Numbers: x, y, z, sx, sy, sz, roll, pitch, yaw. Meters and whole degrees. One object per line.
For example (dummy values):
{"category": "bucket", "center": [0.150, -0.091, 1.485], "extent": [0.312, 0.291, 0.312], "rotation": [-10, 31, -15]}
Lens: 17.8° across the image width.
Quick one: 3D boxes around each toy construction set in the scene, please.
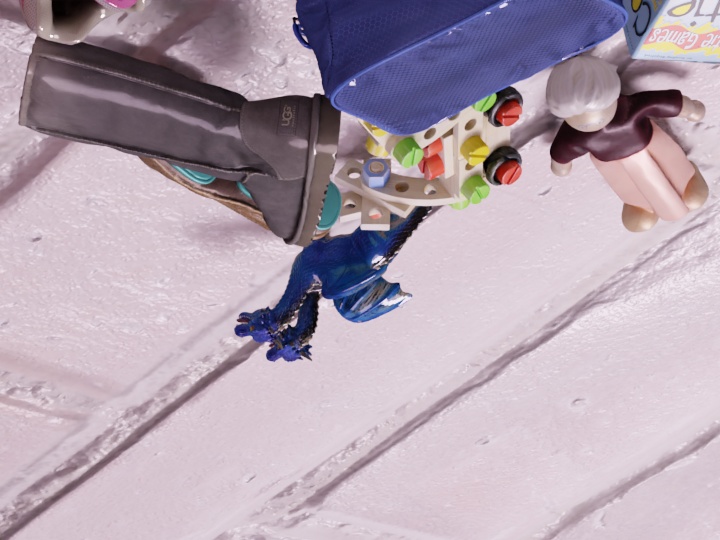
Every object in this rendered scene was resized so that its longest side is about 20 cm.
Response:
{"category": "toy construction set", "center": [0.043, -0.088, 1.579], "extent": [0.131, 0.092, 0.200], "rotation": [-29, 161, -18]}

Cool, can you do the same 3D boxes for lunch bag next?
{"category": "lunch bag", "center": [0.046, -0.181, 1.403], "extent": [0.199, 0.133, 0.136], "rotation": [-25, 162, 20]}

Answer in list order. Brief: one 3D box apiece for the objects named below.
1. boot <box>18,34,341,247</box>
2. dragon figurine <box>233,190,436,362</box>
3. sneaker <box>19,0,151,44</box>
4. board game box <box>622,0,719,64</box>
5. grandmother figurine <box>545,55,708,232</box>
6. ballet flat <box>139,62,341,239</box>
{"category": "boot", "center": [-0.118, -0.082, 1.469], "extent": [0.199, 0.073, 0.182], "rotation": [5, 152, -5]}
{"category": "dragon figurine", "center": [0.000, 0.000, 1.695], "extent": [0.199, 0.100, 0.059], "rotation": [-20, 147, 14]}
{"category": "sneaker", "center": [-0.133, -0.200, 1.354], "extent": [0.081, 0.089, 0.200], "rotation": [17, 138, -37]}
{"category": "board game box", "center": [0.238, -0.228, 1.407], "extent": [0.102, 0.105, 0.200], "rotation": [2, 146, -20]}
{"category": "grandmother figurine", "center": [0.189, -0.095, 1.647], "extent": [0.121, 0.061, 0.200], "rotation": [-31, 146, 15]}
{"category": "ballet flat", "center": [-0.103, -0.077, 1.579], "extent": [0.199, 0.068, 0.072], "rotation": [28, 160, -34]}
